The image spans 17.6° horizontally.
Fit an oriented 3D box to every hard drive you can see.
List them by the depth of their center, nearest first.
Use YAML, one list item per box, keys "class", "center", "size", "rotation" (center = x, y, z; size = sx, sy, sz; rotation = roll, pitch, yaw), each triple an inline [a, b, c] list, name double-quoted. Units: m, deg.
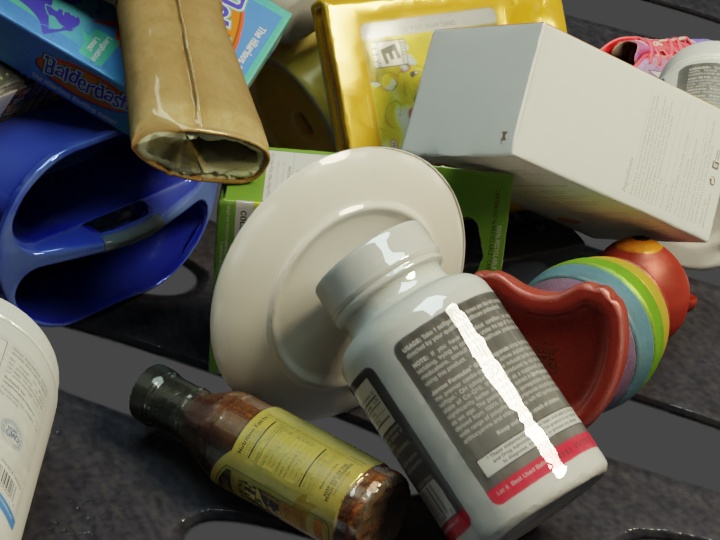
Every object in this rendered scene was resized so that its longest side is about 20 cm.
- class: "hard drive"
  center: [0.053, -0.024, 1.755]
  size: [0.199, 0.042, 0.135]
  rotation: [-8, 35, -22]

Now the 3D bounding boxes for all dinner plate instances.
- class: "dinner plate"
  center: [-0.008, 0.014, 1.537]
  size: [0.200, 0.201, 0.024]
  rotation: [-16, 34, -30]

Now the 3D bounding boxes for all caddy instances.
- class: "caddy"
  center: [-0.191, -0.044, 1.659]
  size: [0.200, 0.142, 0.105]
  rotation: [-26, 41, -38]

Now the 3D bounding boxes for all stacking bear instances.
- class: "stacking bear"
  center: [0.167, 0.034, 1.621]
  size: [0.121, 0.114, 0.200]
  rotation: [7, 19, 29]

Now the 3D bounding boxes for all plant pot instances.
- class: "plant pot"
  center: [0.019, -0.157, 1.839]
  size: [0.189, 0.201, 0.201]
  rotation: [-34, 47, -23]

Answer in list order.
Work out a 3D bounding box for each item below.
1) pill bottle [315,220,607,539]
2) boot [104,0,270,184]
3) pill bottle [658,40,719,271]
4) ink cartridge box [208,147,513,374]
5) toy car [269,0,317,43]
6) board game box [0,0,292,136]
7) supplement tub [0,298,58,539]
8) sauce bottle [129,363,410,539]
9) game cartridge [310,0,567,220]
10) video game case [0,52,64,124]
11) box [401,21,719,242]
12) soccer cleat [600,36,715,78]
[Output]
- class: "pill bottle"
  center: [0.057, 0.073, 1.463]
  size: [0.110, 0.111, 0.200]
  rotation: [-24, 75, -38]
- class: "boot"
  center: [-0.153, -0.159, 1.560]
  size: [0.174, 0.066, 0.201]
  rotation: [5, 51, -23]
- class: "pill bottle"
  center: [0.273, -0.096, 1.834]
  size: [0.113, 0.114, 0.200]
  rotation: [10, 33, 7]
- class: "ink cartridge box"
  center: [0.000, 0.000, 1.609]
  size: [0.199, 0.148, 0.076]
  rotation: [5, 34, 0]
- class: "toy car"
  center: [-0.057, -0.287, 1.748]
  size: [0.200, 0.150, 0.175]
  rotation: [-34, 55, -3]
- class: "board game box"
  center: [-0.166, -0.175, 1.645]
  size: [0.199, 0.045, 0.152]
  rotation: [30, 47, -3]
- class: "supplement tub"
  center: [-0.259, 0.116, 1.408]
  size: [0.131, 0.132, 0.200]
  rotation: [5, 31, 0]
- class: "sauce bottle"
  center: [-0.062, 0.118, 1.497]
  size: [0.200, 0.066, 0.066]
  rotation: [25, 37, 31]
- class: "game cartridge"
  center: [0.071, -0.126, 1.732]
  size: [0.199, 0.177, 0.032]
  rotation: [-10, -2, -23]
- class: "video game case"
  center: [-0.279, -0.098, 1.694]
  size: [0.181, 0.200, 0.036]
  rotation: [-27, 78, -40]
- class: "box"
  center: [0.150, -0.096, 1.662]
  size: [0.200, 0.098, 0.124]
  rotation: [21, -10, -36]
- class: "soccer cleat"
  center: [0.248, -0.172, 1.984]
  size: [0.200, 0.077, 0.067]
  rotation: [-22, 41, -36]
